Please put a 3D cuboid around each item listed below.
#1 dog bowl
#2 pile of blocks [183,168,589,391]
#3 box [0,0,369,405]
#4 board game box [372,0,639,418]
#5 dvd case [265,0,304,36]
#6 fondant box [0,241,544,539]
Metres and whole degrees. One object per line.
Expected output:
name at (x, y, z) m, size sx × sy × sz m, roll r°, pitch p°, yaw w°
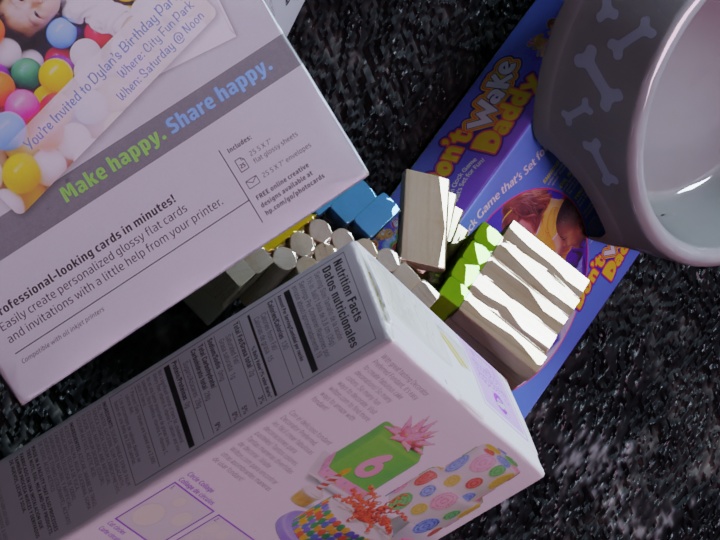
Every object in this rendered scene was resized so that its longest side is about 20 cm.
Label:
dog bowl at (0.175, -0.092, 1.326) m, size 0.199 × 0.059 × 0.201 m, roll -23°, pitch 127°, yaw -33°
pile of blocks at (0.000, 0.000, 1.234) m, size 0.199 × 0.062 × 0.083 m, roll 16°, pitch 62°, yaw -17°
box at (-0.113, -0.078, 0.994) m, size 0.156 × 0.041 × 0.201 m, roll -33°, pitch 97°, yaw -11°
board game box at (0.084, -0.029, 1.352) m, size 0.200 × 0.045 × 0.135 m, roll -53°, pitch 139°, yaw -17°
dvd case at (-0.036, -0.132, 1.117) m, size 0.201 × 0.025 × 0.150 m, roll -64°, pitch 174°, yaw -8°
fondant box at (-0.042, 0.088, 1.174) m, size 0.199 × 0.058 × 0.144 m, roll -31°, pitch 142°, yaw 14°
